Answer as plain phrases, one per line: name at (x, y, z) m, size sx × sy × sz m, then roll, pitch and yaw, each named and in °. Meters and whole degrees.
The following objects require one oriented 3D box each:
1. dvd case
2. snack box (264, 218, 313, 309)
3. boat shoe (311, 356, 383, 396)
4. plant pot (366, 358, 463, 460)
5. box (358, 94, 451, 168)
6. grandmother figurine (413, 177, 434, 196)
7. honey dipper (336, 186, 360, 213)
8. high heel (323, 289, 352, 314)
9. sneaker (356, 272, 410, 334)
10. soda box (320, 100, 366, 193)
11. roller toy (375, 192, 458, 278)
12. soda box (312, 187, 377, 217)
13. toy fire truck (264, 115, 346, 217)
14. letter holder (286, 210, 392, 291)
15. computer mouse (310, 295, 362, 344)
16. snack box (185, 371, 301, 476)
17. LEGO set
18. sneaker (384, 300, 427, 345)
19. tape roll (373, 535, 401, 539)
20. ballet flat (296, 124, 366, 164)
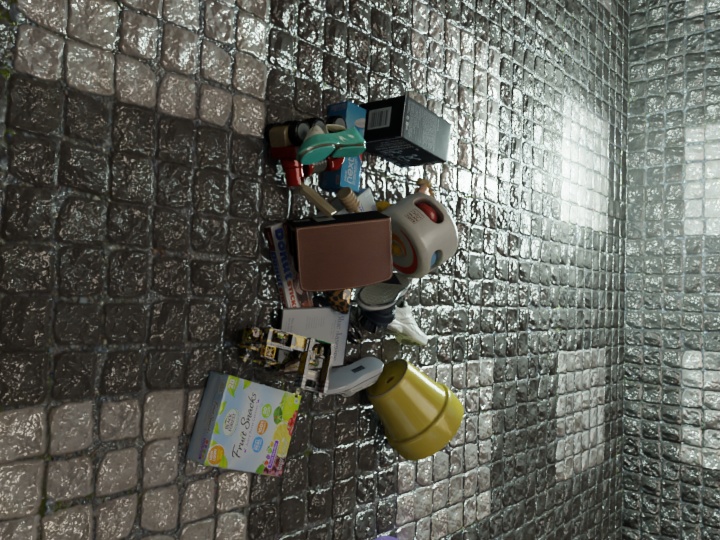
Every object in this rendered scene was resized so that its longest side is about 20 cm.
dvd case at (-0.104, 0.150, 1.412) m, size 0.200 × 0.018 × 0.143 m, roll 0°, pitch 99°, yaw -45°
snack box at (-0.152, -0.005, 1.381) m, size 0.072 × 0.024 × 0.200 m, roll -24°, pitch 108°, yaw -45°
boat shoe at (-0.028, 0.260, 1.491) m, size 0.200 × 0.074 × 0.065 m, roll -11°, pitch 124°, yaw -37°
plant pot at (0.120, 0.327, 1.583) m, size 0.189 × 0.201 × 0.201 m, roll 51°, pitch 52°, yaw -18°
box at (0.106, -0.336, 1.590) m, size 0.200 × 0.148 × 0.107 m, roll 14°, pitch 79°, yaw -48°
grandmother figurine at (0.134, -0.141, 1.695) m, size 0.200 × 0.061 × 0.121 m, roll -61°, pitch 138°, yaw -26°
honey dipper at (0.007, -0.110, 1.461) m, size 0.200 × 0.038 × 0.038 m, roll 53°, pitch 52°, yaw -44°
high heel at (0.000, 0.000, 1.436) m, size 0.200 × 0.071 × 0.143 m, roll -29°, pitch 84°, yaw -7°
sneaker at (0.030, 0.093, 1.488) m, size 0.202 × 0.077 × 0.146 m, roll -20°, pitch 147°, yaw -57°
soda box at (-0.039, -0.281, 1.486) m, size 0.068 × 0.064 × 0.200 m, roll 12°, pitch 81°, yaw -49°
roller toy at (0.125, -0.082, 1.534) m, size 0.140 × 0.182 × 0.200 m, roll -33°, pitch 110°, yaw -27°
soda box at (-0.048, -0.117, 1.469) m, size 0.200 × 0.068 × 0.063 m, roll -43°, pitch 123°, yaw -40°
toy fire truck at (-0.094, -0.223, 1.380) m, size 0.176 × 0.129 × 0.200 m, roll -23°, pitch 113°, yaw -48°
letter holder at (-0.043, -0.039, 1.345) m, size 0.200 × 0.101 × 0.142 m, roll -8°, pitch 105°, yaw -15°
computer mouse at (-0.049, 0.118, 1.494) m, size 0.200 × 0.034 × 0.059 m, roll 40°, pitch 60°, yaw -42°
snack box at (-0.223, 0.304, 1.264) m, size 0.200 × 0.068 × 0.169 m, roll 27°, pitch 70°, yaw -44°
LEGO set at (-0.148, 0.187, 1.269) m, size 0.200 × 0.154 × 0.116 m, roll 21°, pitch 72°, yaw -36°
sneaker at (0.115, 0.130, 1.657) m, size 0.200 × 0.078 × 0.099 m, roll 35°, pitch 60°, yaw -45°
tape roll at (0.076, 0.771, 1.600) m, size 0.200 × 0.085 × 0.200 m, roll -1°, pitch 91°, yaw -50°
ballet flat at (-0.070, -0.259, 1.302) m, size 0.200 × 0.067 × 0.070 m, roll -20°, pitch 76°, yaw -49°
